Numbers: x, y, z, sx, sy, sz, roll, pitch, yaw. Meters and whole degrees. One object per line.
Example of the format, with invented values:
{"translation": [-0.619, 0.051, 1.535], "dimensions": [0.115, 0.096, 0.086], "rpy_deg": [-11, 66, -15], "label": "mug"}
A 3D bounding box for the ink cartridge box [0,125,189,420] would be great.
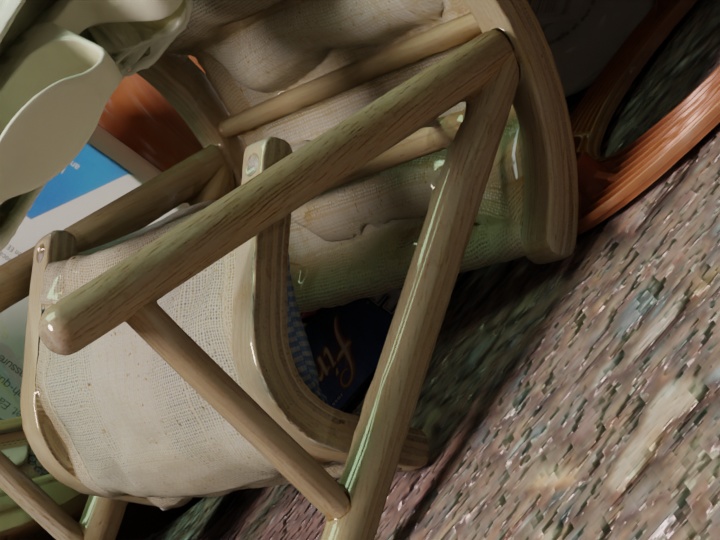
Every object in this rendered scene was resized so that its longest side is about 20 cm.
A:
{"translation": [-0.154, 0.038, 1.013], "dimensions": [0.201, 0.147, 0.145], "rpy_deg": [-55, -5, 2], "label": "ink cartridge box"}

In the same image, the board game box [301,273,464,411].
{"translation": [0.000, 0.000, 0.875], "dimensions": [0.136, 0.035, 0.200], "rpy_deg": [-50, 8, 7], "label": "board game box"}

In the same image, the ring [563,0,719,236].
{"translation": [0.119, -0.091, 0.700], "dimensions": [0.201, 0.019, 0.201], "rpy_deg": [-49, 9, 11], "label": "ring"}

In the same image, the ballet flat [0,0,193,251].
{"translation": [-0.092, -0.074, 0.664], "dimensions": [0.201, 0.069, 0.069], "rpy_deg": [-59, 12, -29], "label": "ballet flat"}

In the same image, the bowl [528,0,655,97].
{"translation": [0.055, -0.128, 0.815], "dimensions": [0.200, 0.200, 0.108], "rpy_deg": [-48, 50, 14], "label": "bowl"}

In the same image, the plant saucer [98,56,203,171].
{"translation": [-0.073, -0.078, 1.035], "dimensions": [0.038, 0.200, 0.200], "rpy_deg": [-50, 8, -22], "label": "plant saucer"}

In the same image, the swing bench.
{"translation": [-0.045, -0.001, 0.691], "dimensions": [0.199, 0.130, 0.200], "rpy_deg": [-16, 33, 56], "label": "swing bench"}

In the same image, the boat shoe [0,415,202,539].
{"translation": [-0.111, 0.073, 0.817], "dimensions": [0.199, 0.063, 0.073], "rpy_deg": [-13, -27, -53], "label": "boat shoe"}
